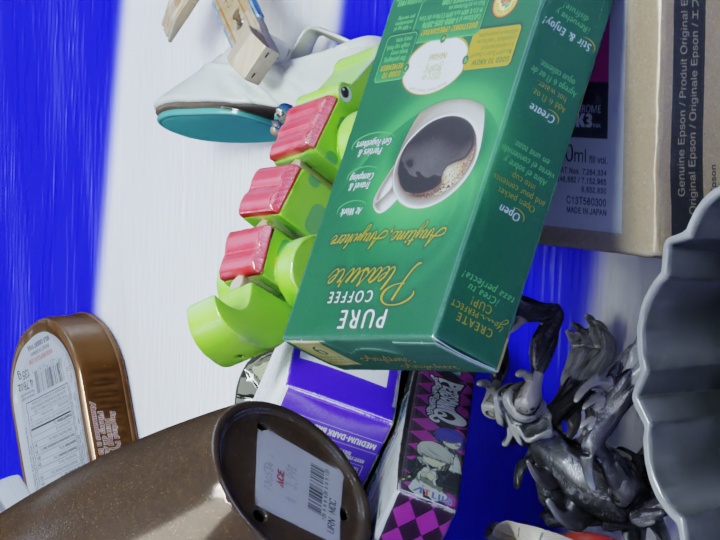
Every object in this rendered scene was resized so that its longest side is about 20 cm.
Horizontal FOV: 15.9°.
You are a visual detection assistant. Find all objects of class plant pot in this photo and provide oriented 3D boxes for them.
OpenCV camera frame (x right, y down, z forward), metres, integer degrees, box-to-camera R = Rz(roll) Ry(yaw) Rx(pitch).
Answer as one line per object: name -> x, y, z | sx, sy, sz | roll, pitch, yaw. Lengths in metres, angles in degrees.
plant pot -> -0.090, 0.156, 1.248 | 0.200, 0.187, 0.187 | -43, 58, 32

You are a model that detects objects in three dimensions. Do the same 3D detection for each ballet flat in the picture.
ballet flat -> -0.043, -0.108, 1.497 | 0.200, 0.069, 0.070 | 4, 96, 50

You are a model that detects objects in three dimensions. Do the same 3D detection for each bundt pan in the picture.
bundt pan -> 0.212, 0.054, 1.128 | 0.202, 0.076, 0.202 | 6, 97, 54

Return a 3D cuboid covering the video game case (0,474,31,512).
video game case -> -0.176, 0.256, 1.665 | 0.182, 0.023, 0.200 | 49, 156, 46

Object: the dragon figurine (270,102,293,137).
dragon figurine -> 0.000, 0.000, 1.426 | 0.059, 0.099, 0.200 | 9, 140, 48

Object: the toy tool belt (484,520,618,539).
toy tool belt -> 0.074, 0.207, 1.280 | 0.200, 0.125, 0.123 | -37, 32, 64

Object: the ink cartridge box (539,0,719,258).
ink cartridge box -> 0.108, -0.095, 1.265 | 0.200, 0.075, 0.165 | 6, 99, 55

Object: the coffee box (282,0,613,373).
coffee box -> 0.041, -0.051, 1.191 | 0.123, 0.044, 0.200 | -4, 64, 53

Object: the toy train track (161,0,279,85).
toy train track -> -0.088, -0.171, 1.516 | 0.115, 0.032, 0.200 | -54, 31, 20

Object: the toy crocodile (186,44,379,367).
toy crocodile -> -0.031, -0.035, 1.314 | 0.067, 0.062, 0.200 | -11, 48, 50

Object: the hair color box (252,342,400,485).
hair color box -> -0.036, 0.107, 1.370 | 0.109, 0.065, 0.200 | -79, 12, -52

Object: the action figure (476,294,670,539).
action figure -> 0.104, 0.058, 1.252 | 0.200, 0.102, 0.119 | 51, 159, -16

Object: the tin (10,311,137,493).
tin -> -0.191, 0.128, 1.741 | 0.112, 0.042, 0.200 | -28, 70, 57

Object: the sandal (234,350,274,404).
sandal -> -0.032, 0.141, 1.500 | 0.080, 0.057, 0.202 | 3, 97, 15

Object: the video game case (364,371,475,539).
video game case -> 0.007, 0.148, 1.319 | 0.181, 0.036, 0.200 | -78, 9, -63
